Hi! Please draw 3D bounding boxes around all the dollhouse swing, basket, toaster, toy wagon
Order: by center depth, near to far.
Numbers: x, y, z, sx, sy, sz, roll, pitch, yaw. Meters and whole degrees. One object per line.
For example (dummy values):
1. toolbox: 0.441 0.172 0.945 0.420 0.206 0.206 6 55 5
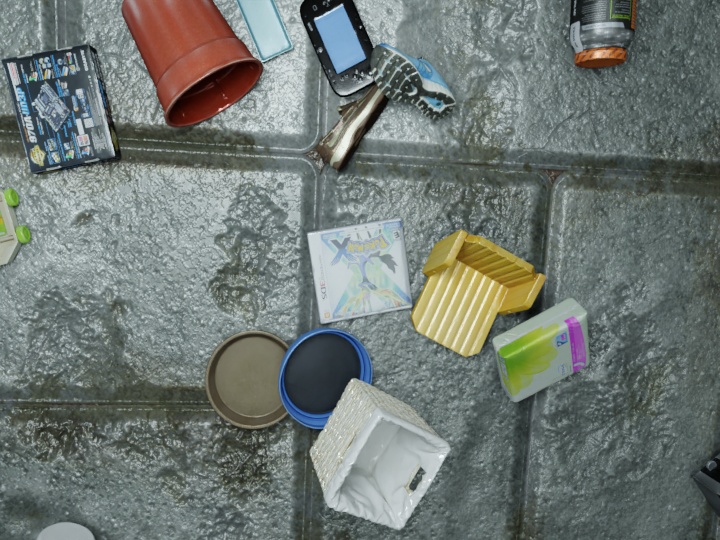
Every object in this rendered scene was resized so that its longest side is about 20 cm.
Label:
1. toy wagon: -0.706 -0.106 1.072 0.150 0.040 0.206 -14 99 -5
2. basket: 0.029 0.354 1.138 0.197 0.161 0.201 30 94 -29
3. dollhouse swing: 0.219 0.059 1.149 0.196 0.181 0.180 27 74 -10
4. toaster: 0.883 0.488 1.306 0.180 0.119 0.202 -39 100 1

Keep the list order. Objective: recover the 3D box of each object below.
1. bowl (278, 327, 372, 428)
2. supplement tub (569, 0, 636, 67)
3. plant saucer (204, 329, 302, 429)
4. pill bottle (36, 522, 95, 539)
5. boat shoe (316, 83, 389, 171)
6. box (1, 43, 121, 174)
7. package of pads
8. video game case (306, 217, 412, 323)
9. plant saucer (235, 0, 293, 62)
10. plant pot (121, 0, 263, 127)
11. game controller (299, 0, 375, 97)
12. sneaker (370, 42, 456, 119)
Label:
1. bowl: -0.072 0.214 1.174 0.194 0.039 0.208 -4 102 -19
2. supplement tub: 0.464 -0.504 1.116 0.118 0.123 0.207 0 98 -7
3. plant saucer: -0.216 0.219 1.182 0.193 0.029 0.207 -1 98 -8
4. pill bottle: -0.605 0.620 1.147 0.110 0.113 0.206 19 95 -9
5. boat shoe: -0.014 -0.296 1.114 0.074 0.075 0.205 34 86 7
6. box: -0.541 -0.292 1.062 0.154 0.046 0.207 -12 99 -5
7. package of pads: 0.374 0.168 1.200 0.196 0.069 0.157 -25 128 -4
8. video game case: 0.000 0.000 1.180 0.193 0.022 0.188 -10 99 -6
9. plant saucer: -0.196 -0.501 1.090 0.068 0.019 0.205 -23 99 -3
10. plant pot: -0.302 -0.392 1.013 0.198 0.201 0.199 -32 92 -1
11. game controller: -0.038 -0.429 1.090 0.102 0.042 0.205 -24 87 -4
12. sneaker: 0.094 -0.364 1.096 0.197 0.092 0.078 24 135 -36
